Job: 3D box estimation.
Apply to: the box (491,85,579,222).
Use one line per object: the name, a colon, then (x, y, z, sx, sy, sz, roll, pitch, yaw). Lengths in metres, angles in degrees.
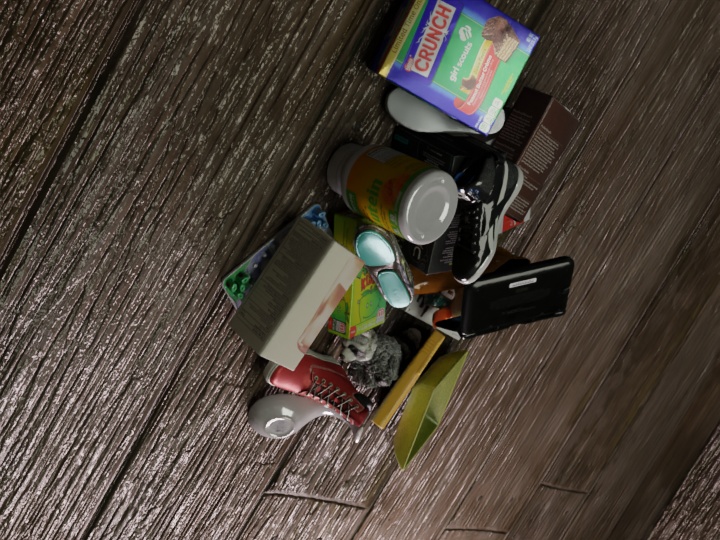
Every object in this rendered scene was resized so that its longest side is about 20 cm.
box: (0.274, -0.195, 1.446, 0.100, 0.075, 0.201, 23, 100, -47)

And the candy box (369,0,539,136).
candy box: (0.139, -0.325, 1.282, 0.198, 0.077, 0.171, 26, 99, -16)

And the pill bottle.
pill bottle: (0.040, -0.124, 1.283, 0.110, 0.199, 0.112, -21, 125, -34)

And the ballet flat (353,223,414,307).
ballet flat: (0.037, -0.023, 1.365, 0.072, 0.072, 0.201, -42, 138, -14)

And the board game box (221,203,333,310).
board game box: (-0.105, 0.025, 1.378, 0.200, 0.026, 0.201, -41, 137, -17)

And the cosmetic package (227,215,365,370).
cosmetic package: (-0.096, 0.035, 1.297, 0.201, 0.103, 0.087, -55, 138, 2)

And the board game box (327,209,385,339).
board game box: (0.000, 0.000, 1.409, 0.101, 0.047, 0.203, -20, 121, -49)

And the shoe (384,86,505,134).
shoe: (0.128, -0.258, 1.385, 0.197, 0.091, 0.072, 5, 102, -13)

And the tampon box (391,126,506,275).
tampon box: (0.128, -0.119, 1.411, 0.125, 0.150, 0.202, -9, 121, -38)

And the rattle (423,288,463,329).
rattle: (0.197, 0.058, 1.610, 0.199, 0.143, 0.131, -34, 97, -14)

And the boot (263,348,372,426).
boot: (-0.061, 0.200, 1.424, 0.073, 0.144, 0.199, -54, 147, 13)

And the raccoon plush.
raccoon plush: (0.028, 0.115, 1.546, 0.200, 0.096, 0.135, -48, 133, -50)

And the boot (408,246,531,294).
boot: (0.182, 0.001, 1.479, 0.199, 0.144, 0.072, -19, 106, -21)

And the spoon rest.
spoon rest: (-0.096, 0.255, 1.479, 0.197, 0.061, 0.100, 10, 125, -14)

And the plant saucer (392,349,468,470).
plant saucer: (0.130, 0.263, 1.691, 0.199, 0.047, 0.202, -34, 146, -59)

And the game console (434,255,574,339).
game console: (0.239, 0.038, 1.449, 0.198, 0.117, 0.178, -12, 129, -17)

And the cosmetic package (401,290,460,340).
cosmetic package: (0.144, 0.063, 1.620, 0.199, 0.051, 0.083, 29, 96, -49)

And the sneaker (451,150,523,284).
sneaker: (0.165, -0.087, 1.309, 0.111, 0.073, 0.202, 22, 92, -43)

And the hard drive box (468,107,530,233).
hard drive box: (0.235, -0.169, 1.537, 0.155, 0.077, 0.202, -25, 131, -29)

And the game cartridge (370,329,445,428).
game cartridge: (0.093, 0.201, 1.609, 0.201, 0.032, 0.176, -53, 173, -1)
